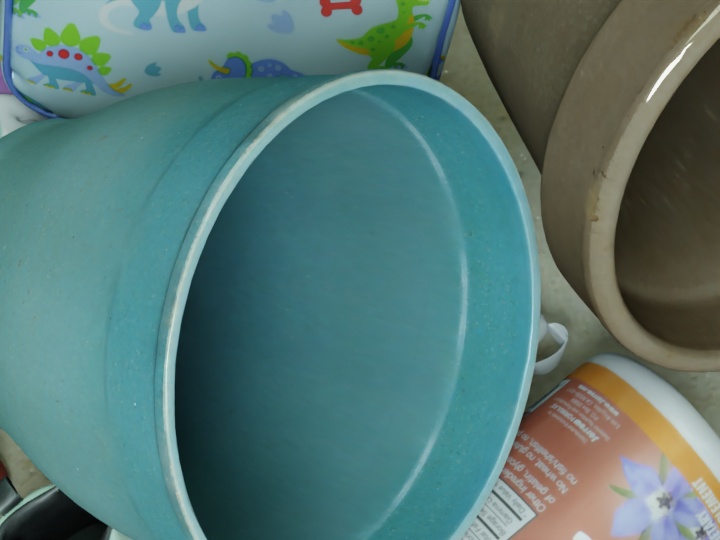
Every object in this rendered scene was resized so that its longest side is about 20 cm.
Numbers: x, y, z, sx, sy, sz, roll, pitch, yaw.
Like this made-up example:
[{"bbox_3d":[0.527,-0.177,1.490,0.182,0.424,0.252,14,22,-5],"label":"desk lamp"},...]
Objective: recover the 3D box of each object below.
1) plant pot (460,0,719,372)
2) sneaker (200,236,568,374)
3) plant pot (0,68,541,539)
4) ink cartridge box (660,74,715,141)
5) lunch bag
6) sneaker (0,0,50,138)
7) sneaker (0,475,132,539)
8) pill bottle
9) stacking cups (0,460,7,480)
[{"bbox_3d":[0.128,-0.090,0.772,0.200,0.201,0.175,-33,49,-8],"label":"plant pot"},{"bbox_3d":[0.000,0.000,0.889,0.115,0.075,0.200,-37,72,-10],"label":"sneaker"},{"bbox_3d":[-0.063,0.015,0.760,0.187,0.200,0.201,11,65,42],"label":"plant pot"},{"bbox_3d":[0.226,-0.046,0.871,0.146,0.086,0.200,-33,67,-7],"label":"ink cartridge box"},{"bbox_3d":[-0.054,-0.136,0.847,0.199,0.161,0.083,6,44,-7],"label":"lunch bag"},{"bbox_3d":[-0.134,-0.048,0.915,0.078,0.140,0.201,-32,81,38],"label":"sneaker"},{"bbox_3d":[-0.161,0.170,0.808,0.074,0.118,0.201,31,74,17],"label":"sneaker"},{"bbox_3d":[0.062,0.135,0.798,0.200,0.112,0.112,-39,67,-10],"label":"pill bottle"},{"bbox_3d":[-0.193,0.058,0.816,0.060,0.200,0.061,-4,68,9],"label":"stacking cups"}]
